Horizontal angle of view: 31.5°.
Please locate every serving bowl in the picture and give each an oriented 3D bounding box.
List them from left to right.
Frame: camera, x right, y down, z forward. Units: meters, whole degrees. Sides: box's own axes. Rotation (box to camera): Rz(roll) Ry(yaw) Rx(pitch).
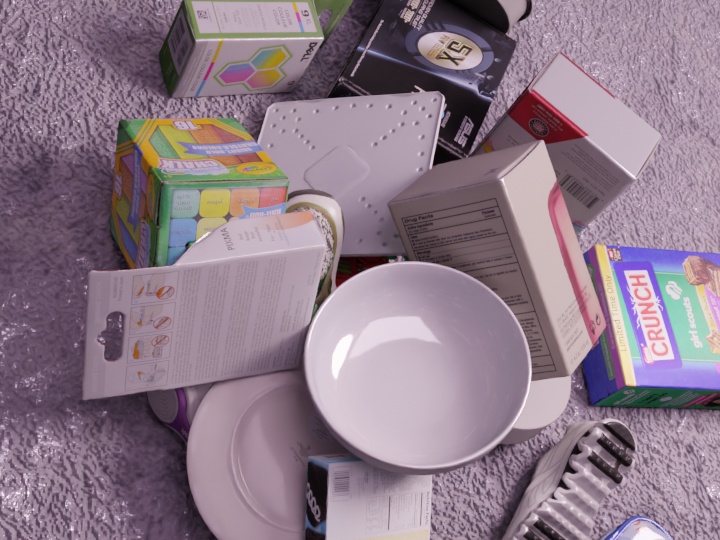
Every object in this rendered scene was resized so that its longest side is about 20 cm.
[{"bbox_3d":[0.047,0.094,1.129,0.199,0.066,0.201,3,59,-4],"label":"serving bowl"}]

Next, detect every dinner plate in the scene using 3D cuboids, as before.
[{"bbox_3d":[-0.056,0.168,1.141,0.199,0.024,0.201,7,71,-21],"label":"dinner plate"}]

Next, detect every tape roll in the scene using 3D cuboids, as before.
[{"bbox_3d":[0.127,0.083,1.312,0.202,0.037,0.203,21,46,-24],"label":"tape roll"}]

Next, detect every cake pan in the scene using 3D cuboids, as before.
[{"bbox_3d":[0.103,-0.333,1.469,0.200,0.200,0.037,31,81,-7],"label":"cake pan"}]

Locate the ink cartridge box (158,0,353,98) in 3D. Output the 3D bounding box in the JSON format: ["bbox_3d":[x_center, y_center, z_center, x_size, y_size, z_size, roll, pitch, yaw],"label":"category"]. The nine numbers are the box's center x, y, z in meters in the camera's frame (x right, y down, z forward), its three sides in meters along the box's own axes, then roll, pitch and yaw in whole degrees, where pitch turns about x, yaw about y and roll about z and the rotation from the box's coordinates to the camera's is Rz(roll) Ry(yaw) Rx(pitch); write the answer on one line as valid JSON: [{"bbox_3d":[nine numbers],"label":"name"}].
[{"bbox_3d":[-0.105,-0.241,1.367,0.199,0.104,0.060,-7,67,-28],"label":"ink cartridge box"}]

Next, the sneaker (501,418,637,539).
[{"bbox_3d":[0.194,0.232,1.275,0.075,0.081,0.200,47,72,-22],"label":"sneaker"}]

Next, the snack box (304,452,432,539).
[{"bbox_3d":[0.006,0.261,1.124,0.116,0.037,0.201,1,92,-36],"label":"snack box"}]

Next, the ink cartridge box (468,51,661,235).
[{"bbox_3d":[0.202,-0.114,1.382,0.146,0.200,0.083,39,52,-1],"label":"ink cartridge box"}]

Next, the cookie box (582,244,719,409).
[{"bbox_3d":[0.343,0.065,1.425,0.199,0.075,0.172,3,63,-22],"label":"cookie box"}]

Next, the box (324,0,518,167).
[{"bbox_3d":[0.065,-0.213,1.440,0.163,0.086,0.200,32,55,-7],"label":"box"}]

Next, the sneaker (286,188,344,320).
[{"bbox_3d":[-0.057,0.029,1.208,0.076,0.201,0.089,1,20,14],"label":"sneaker"}]

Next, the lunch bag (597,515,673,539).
[{"bbox_3d":[0.283,0.356,1.245,0.160,0.076,0.200,-36,81,-32],"label":"lunch bag"}]

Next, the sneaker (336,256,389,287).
[{"bbox_3d":[0.000,0.000,1.297,0.077,0.085,0.201,2,63,-22],"label":"sneaker"}]

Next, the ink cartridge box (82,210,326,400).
[{"bbox_3d":[-0.137,0.031,1.081,0.199,0.163,0.050,-6,47,-19],"label":"ink cartridge box"}]

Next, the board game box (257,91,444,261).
[{"bbox_3d":[-0.021,-0.093,1.301,0.199,0.026,0.201,-1,57,20],"label":"board game box"}]

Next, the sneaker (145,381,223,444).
[{"bbox_3d":[-0.131,0.126,1.187,0.099,0.075,0.200,-32,88,-41],"label":"sneaker"}]

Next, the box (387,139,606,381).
[{"bbox_3d":[0.132,-0.004,1.205,0.109,0.127,0.201,-40,114,-51],"label":"box"}]

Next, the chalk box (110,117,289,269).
[{"bbox_3d":[-0.146,-0.050,1.178,0.124,0.124,0.200,-3,28,-26],"label":"chalk box"}]
